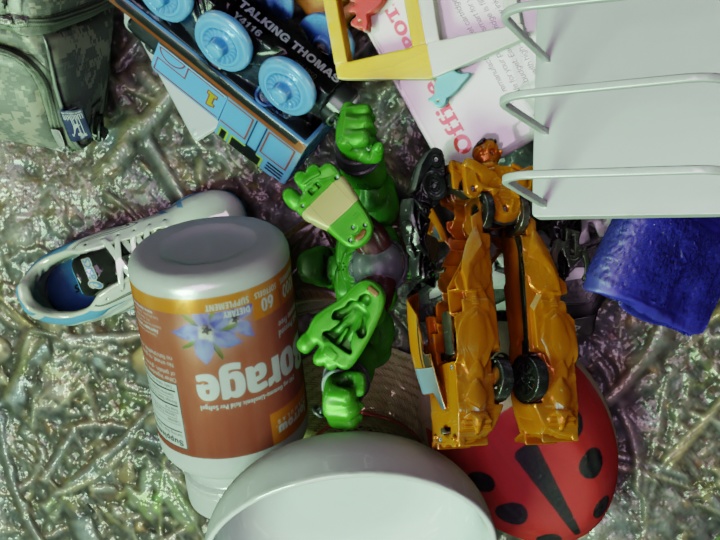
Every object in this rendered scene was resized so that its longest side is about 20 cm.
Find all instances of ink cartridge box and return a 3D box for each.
[{"bbox_3d":[0.119,-0.175,0.765,0.199,0.084,0.146,-29,92,14],"label":"ink cartridge box"}]

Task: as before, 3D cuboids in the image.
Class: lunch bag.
[{"bbox_3d":[-0.286,-0.183,0.823,0.198,0.140,0.169,9,117,10],"label":"lunch bag"}]

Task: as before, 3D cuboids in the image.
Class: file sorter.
[{"bbox_3d":[0.155,-0.137,0.625,0.137,0.124,0.203,0,86,24],"label":"file sorter"}]

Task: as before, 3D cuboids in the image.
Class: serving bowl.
[{"bbox_3d":[-0.008,0.171,0.748,0.198,0.066,0.201,-2,135,-2],"label":"serving bowl"}]

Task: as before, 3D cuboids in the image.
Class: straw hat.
[{"bbox_3d":[0.003,0.157,0.843,0.199,0.085,0.204,2,100,10],"label":"straw hat"}]

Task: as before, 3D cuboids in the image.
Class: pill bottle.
[{"bbox_3d":[-0.095,0.072,0.774,0.111,0.112,0.202,0,116,11],"label":"pill bottle"}]

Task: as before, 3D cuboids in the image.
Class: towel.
[{"bbox_3d":[0.232,-0.058,0.727,0.049,0.147,0.202,26,96,39],"label":"towel"}]

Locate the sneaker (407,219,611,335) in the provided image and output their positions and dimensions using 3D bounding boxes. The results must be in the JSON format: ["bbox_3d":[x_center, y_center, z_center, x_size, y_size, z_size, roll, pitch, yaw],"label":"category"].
[{"bbox_3d":[0.133,0.013,0.803,0.198,0.066,0.091,-22,92,11],"label":"sneaker"}]

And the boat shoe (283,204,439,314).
[{"bbox_3d":[-0.035,0.000,0.846,0.199,0.063,0.074,-20,84,7],"label":"boat shoe"}]

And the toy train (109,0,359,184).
[{"bbox_3d":[-0.092,-0.160,0.788,0.199,0.087,0.114,37,143,-1],"label":"toy train"}]

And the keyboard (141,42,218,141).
[{"bbox_3d":[-0.155,-0.203,0.854,0.056,0.011,0.201,-27,93,19],"label":"keyboard"}]

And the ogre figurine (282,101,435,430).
[{"bbox_3d":[0.000,0.000,0.748,0.097,0.120,0.202,-18,83,10],"label":"ogre figurine"}]

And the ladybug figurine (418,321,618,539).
[{"bbox_3d":[0.123,0.129,0.799,0.135,0.072,0.201,-35,112,7],"label":"ladybug figurine"}]

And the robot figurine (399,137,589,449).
[{"bbox_3d":[0.085,0.014,0.716,0.144,0.058,0.202,3,76,-29],"label":"robot figurine"}]

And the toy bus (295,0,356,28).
[{"bbox_3d":[0.028,-0.257,0.772,0.200,0.078,0.065,-42,90,14],"label":"toy bus"}]

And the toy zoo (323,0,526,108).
[{"bbox_3d":[0.035,-0.208,0.724,0.130,0.020,0.202,-9,94,14],"label":"toy zoo"}]

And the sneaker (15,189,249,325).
[{"bbox_3d":[-0.179,-0.006,0.859,0.198,0.072,0.073,-23,93,12],"label":"sneaker"}]
